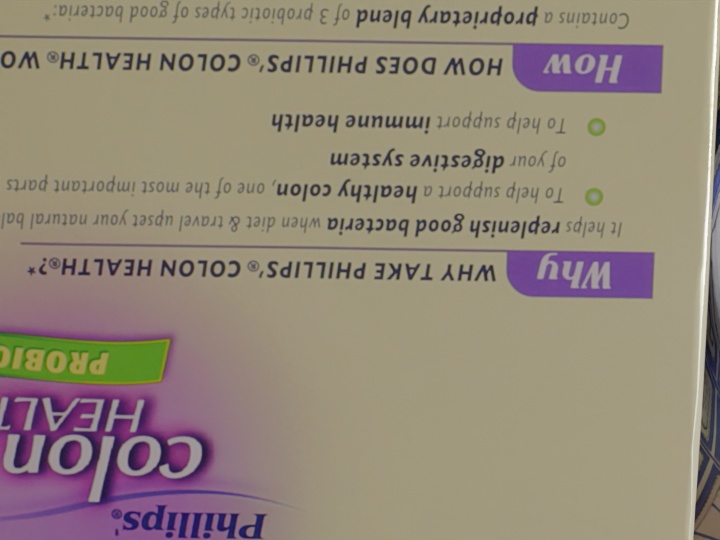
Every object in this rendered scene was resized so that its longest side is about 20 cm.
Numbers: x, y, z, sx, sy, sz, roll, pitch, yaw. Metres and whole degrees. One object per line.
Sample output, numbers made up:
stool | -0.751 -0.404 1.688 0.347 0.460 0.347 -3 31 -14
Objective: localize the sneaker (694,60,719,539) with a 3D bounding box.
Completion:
sneaker | 0.107 0.028 0.671 0.088 0.075 0.200 -85 167 -71

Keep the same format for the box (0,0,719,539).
box | -0.011 -0.043 0.638 0.097 0.176 0.200 -87 178 -75
